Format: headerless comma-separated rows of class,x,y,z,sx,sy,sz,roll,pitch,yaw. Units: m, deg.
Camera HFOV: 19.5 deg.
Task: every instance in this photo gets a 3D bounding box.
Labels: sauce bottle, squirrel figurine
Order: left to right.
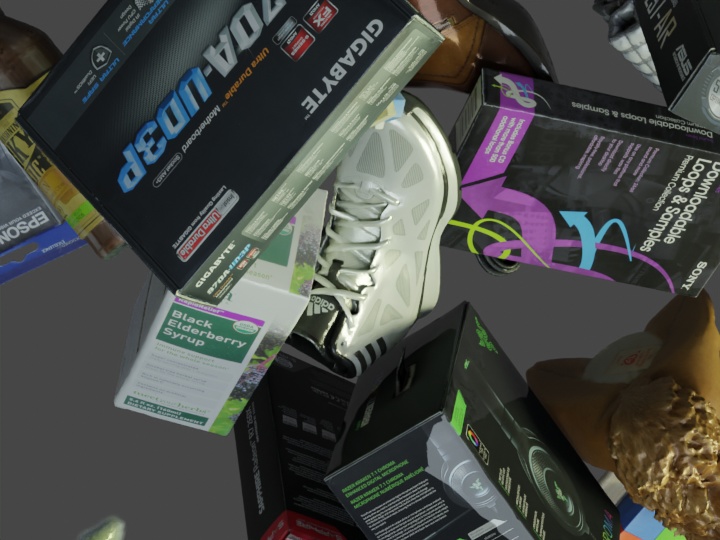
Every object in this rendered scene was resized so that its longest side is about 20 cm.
sauce bottle,-0.192,-0.099,1.250,0.065,0.065,0.200,-39,91,19
squirrel figurine,0.228,0.140,1.434,0.141,0.200,0.187,-30,112,5

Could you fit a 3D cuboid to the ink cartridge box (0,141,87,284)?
ink cartridge box,-0.259,-0.060,1.324,0.099,0.039,0.200,-26,125,10

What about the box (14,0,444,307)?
box,-0.075,-0.106,1.151,0.200,0.159,0.046,-49,155,10

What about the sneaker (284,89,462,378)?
sneaker,0.003,-0.010,1.278,0.076,0.115,0.201,20,138,21

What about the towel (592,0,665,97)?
towel,0.269,-0.171,1.294,0.200,0.086,0.166,-38,120,20

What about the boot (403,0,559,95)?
boot,0.015,-0.110,1.310,0.200,0.069,0.188,-28,127,14

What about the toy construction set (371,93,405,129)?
toy construction set,-0.012,-0.183,1.205,0.092,0.131,0.200,18,84,-48

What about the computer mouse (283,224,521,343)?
computer mouse,0.000,0.000,1.399,0.200,0.044,0.110,-29,125,12

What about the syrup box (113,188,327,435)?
syrup box,-0.089,0.019,1.292,0.079,0.082,0.200,15,149,-11

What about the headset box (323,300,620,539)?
headset box,0.072,0.138,1.338,0.093,0.174,0.200,-32,103,19

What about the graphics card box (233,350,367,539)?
graphics card box,-0.018,0.144,1.403,0.125,0.200,0.051,24,119,-24

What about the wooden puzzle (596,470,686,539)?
wooden puzzle,0.225,0.240,1.600,0.185,0.046,0.200,27,118,-24

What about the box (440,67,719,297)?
box,0.148,-0.052,1.316,0.200,0.036,0.143,10,142,-13

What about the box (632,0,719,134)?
box,0.253,-0.109,1.187,0.200,0.160,0.044,22,121,-18
